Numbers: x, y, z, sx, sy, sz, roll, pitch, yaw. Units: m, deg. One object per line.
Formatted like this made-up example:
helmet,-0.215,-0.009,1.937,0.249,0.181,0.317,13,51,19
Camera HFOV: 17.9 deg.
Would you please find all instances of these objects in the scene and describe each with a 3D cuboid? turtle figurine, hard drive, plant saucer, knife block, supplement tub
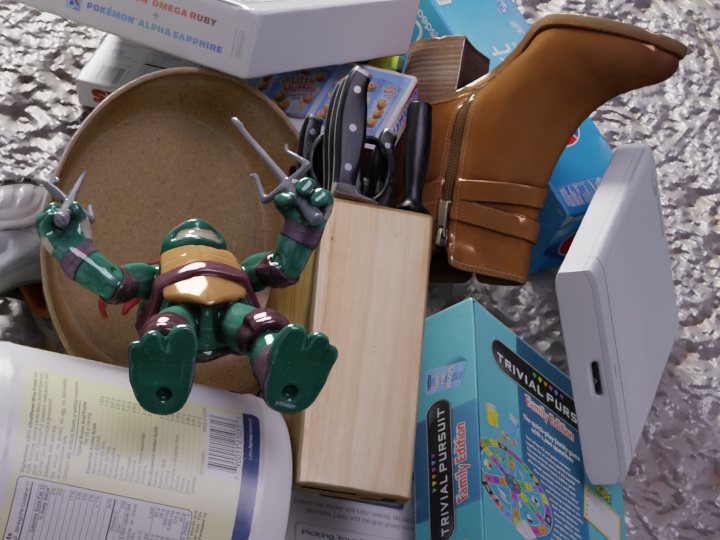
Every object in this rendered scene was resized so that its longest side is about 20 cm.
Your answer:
turtle figurine,-0.080,0.003,1.166,0.149,0.101,0.200,-16,31,-5
hard drive,0.154,0.021,1.352,0.027,0.132,0.200,-4,22,18
plant saucer,-0.105,-0.014,1.298,0.200,0.035,0.201,-3,94,-40
knife block,0.000,0.000,1.205,0.064,0.176,0.200,9,29,-15
supplement tub,-0.148,0.116,1.159,0.200,0.145,0.145,13,50,-15

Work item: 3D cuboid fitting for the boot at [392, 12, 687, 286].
boot,0.101,-0.070,1.383,0.077,0.200,0.156,31,62,-57

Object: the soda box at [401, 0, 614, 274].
soda box,0.096,-0.099,1.490,0.064,0.068,0.200,-14,62,-32

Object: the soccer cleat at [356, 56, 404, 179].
soccer cleat,-0.025,-0.104,1.442,0.084,0.065,0.200,19,49,-6

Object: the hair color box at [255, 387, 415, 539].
hair color box,-0.009,0.150,1.253,0.100,0.061,0.200,12,51,-15

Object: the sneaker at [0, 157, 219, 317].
sneaker,-0.162,-0.017,1.318,0.200,0.074,0.079,-14,86,-36

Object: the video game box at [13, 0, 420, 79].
video game box,-0.089,-0.166,1.381,0.182,0.047,0.200,23,19,24

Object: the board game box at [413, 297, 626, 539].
board game box,0.091,0.138,1.273,0.151,0.047,0.200,38,38,-39

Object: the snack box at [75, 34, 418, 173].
snack box,-0.069,-0.110,1.401,0.200,0.024,0.072,14,47,17
